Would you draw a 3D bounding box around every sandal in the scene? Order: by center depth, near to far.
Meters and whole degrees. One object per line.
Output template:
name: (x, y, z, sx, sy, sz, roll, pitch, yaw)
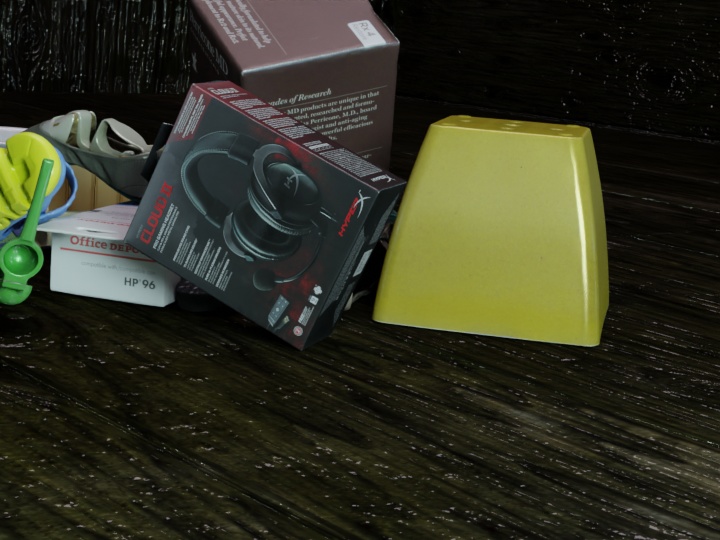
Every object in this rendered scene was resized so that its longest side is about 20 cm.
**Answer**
sandal: (-0.328, -0.049, 1.293, 0.200, 0.080, 0.087, -27, -11, 20)
sandal: (-0.097, 0.000, 1.338, 0.075, 0.048, 0.200, 7, 27, 35)

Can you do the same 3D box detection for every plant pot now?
plant pot: (0.131, -0.047, 1.328, 0.199, 0.177, 0.200, 6, 11, 11)

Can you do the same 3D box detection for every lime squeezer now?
lime squeezer: (-0.284, -0.013, 1.222, 0.038, 0.071, 0.200, 27, -36, -8)

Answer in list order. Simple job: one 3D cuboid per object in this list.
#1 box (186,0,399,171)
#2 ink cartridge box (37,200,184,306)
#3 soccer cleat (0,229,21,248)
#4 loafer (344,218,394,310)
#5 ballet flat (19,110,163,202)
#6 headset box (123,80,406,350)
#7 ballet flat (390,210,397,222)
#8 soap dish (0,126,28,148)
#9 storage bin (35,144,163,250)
box: (-0.072, -0.173, 1.459, 0.164, 0.200, 0.166, -14, 44, -19)
ink cartridge box: (-0.206, -0.015, 1.325, 0.116, 0.068, 0.200, 7, 11, 16)
soccer cleat: (-0.420, -0.041, 1.393, 0.200, 0.065, 0.084, 7, 13, 14)
loafer: (0.000, 0.000, 1.335, 0.063, 0.072, 0.200, 12, 22, 21)
ballet flat: (-0.266, -0.128, 1.449, 0.200, 0.064, 0.067, 25, 27, 32)
headset box: (-0.087, -0.052, 1.180, 0.200, 0.149, 0.077, 31, 17, 12)
ballet flat: (-0.015, -0.033, 1.481, 0.070, 0.068, 0.200, 15, 15, 18)
soap dish: (-0.464, -0.134, 1.823, 0.157, 0.081, 0.200, 4, 11, 0)
storage bin: (-0.269, -0.081, 1.580, 0.200, 0.094, 0.198, 0, 11, -24)
